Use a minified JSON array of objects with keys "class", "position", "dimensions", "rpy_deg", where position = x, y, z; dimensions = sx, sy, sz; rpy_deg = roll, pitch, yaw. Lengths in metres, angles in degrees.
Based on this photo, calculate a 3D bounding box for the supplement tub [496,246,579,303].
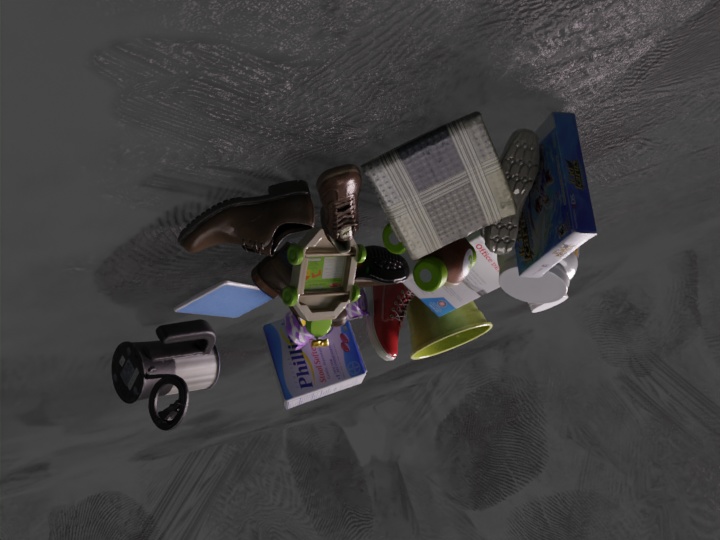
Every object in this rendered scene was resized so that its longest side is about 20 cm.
[{"class":"supplement tub","position":[0.324,-0.059,1.369],"dimensions":[0.141,0.203,0.146],"rpy_deg":[13,152,7]}]

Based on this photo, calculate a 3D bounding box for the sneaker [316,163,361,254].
[{"class":"sneaker","position":[-0.023,-0.089,1.131],"dimensions":[0.069,0.077,0.200],"rpy_deg":[-18,164,-7]}]

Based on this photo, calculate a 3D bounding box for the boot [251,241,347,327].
[{"class":"boot","position":[-0.085,0.027,1.326],"dimensions":[0.198,0.076,0.097],"rpy_deg":[29,130,-24]}]

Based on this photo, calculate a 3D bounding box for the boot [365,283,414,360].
[{"class":"boot","position":[0.084,0.082,1.627],"dimensions":[0.143,0.203,0.072],"rpy_deg":[-29,138,28]}]

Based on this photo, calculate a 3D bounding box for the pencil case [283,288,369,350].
[{"class":"pencil case","position":[-0.073,0.095,1.657],"dimensions":[0.197,0.087,0.084],"rpy_deg":[-26,176,23]}]

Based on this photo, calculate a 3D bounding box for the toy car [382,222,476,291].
[{"class":"toy car","position":[0.162,-0.087,1.268],"dimensions":[0.200,0.158,0.163],"rpy_deg":[-47,167,31]}]

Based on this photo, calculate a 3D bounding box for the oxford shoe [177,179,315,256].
[{"class":"oxford shoe","position":[-0.156,-0.057,1.057],"dimensions":[0.196,0.086,0.073],"rpy_deg":[-18,166,-2]}]

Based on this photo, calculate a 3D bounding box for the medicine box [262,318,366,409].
[{"class":"medicine box","position":[-0.109,0.195,1.759],"dimensions":[0.196,0.185,0.103],"rpy_deg":[-17,164,-13]}]

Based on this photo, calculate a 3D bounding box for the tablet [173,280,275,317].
[{"class":"tablet","position":[-0.246,0.055,1.441],"dimensions":[0.128,0.014,0.199],"rpy_deg":[-27,162,21]}]

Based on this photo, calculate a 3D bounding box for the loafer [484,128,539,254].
[{"class":"loafer","position":[0.235,-0.128,1.214],"dimensions":[0.068,0.204,0.070],"rpy_deg":[11,-161,-6]}]

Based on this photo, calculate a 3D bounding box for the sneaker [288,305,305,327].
[{"class":"sneaker","position":[-0.100,0.047,1.524],"dimensions":[0.089,0.071,0.201],"rpy_deg":[-33,167,-13]}]

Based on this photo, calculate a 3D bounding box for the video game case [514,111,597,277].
[{"class":"video game case","position":[0.295,-0.116,1.211],"dimensions":[0.044,0.204,0.182],"rpy_deg":[2,158,-14]}]

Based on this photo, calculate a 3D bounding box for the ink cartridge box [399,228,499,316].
[{"class":"ink cartridge box","position":[0.197,-0.012,1.535],"dimensions":[0.198,0.085,0.145],"rpy_deg":[-29,127,28]}]

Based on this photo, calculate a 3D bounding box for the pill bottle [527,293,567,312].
[{"class":"pill bottle","position":[0.361,-0.021,1.604],"dimensions":[0.109,0.204,0.112],"rpy_deg":[-18,165,-5]}]

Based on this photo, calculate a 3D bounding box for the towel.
[{"class":"towel","position":[0.121,-0.122,1.131],"dimensions":[0.189,0.035,0.201],"rpy_deg":[-24,129,9]}]

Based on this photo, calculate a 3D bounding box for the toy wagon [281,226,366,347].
[{"class":"toy wagon","position":[-0.065,0.028,1.283],"dimensions":[0.153,0.205,0.039],"rpy_deg":[-2,-164,-43]}]

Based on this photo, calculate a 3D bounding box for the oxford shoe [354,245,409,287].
[{"class":"oxford shoe","position":[0.000,0.000,1.449],"dimensions":[0.196,0.074,0.084],"rpy_deg":[1,159,-25]}]

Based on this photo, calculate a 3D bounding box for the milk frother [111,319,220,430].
[{"class":"milk frother","position":[-0.355,0.216,1.494],"dimensions":[0.186,0.203,0.180],"rpy_deg":[-2,153,-48]}]

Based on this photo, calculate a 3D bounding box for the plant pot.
[{"class":"plant pot","position":[0.174,0.076,1.721],"dimensions":[0.196,0.188,0.201],"rpy_deg":[-19,165,-5]}]
